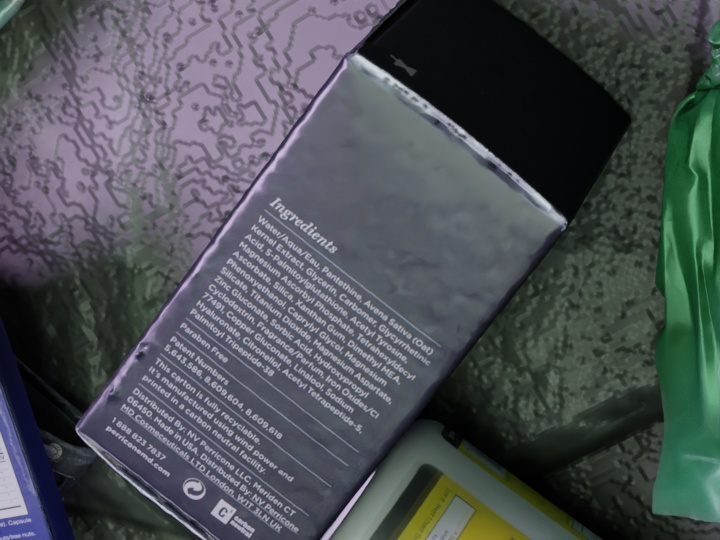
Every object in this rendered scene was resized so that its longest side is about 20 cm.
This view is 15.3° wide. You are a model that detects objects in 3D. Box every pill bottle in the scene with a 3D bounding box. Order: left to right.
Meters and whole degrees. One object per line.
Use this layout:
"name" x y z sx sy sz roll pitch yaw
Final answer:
"pill bottle" 0.073 0.160 1.108 0.200 0.112 0.112 36 114 2

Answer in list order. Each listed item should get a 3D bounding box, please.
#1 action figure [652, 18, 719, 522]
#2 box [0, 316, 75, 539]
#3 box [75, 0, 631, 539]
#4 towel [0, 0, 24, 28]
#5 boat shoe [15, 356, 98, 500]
"action figure" 0.158 -0.001 1.051 0.118 0.055 0.201 -1 98 42
"box" -0.200 0.061 1.123 0.121 0.032 0.201 -9 119 10
"box" 0.000 0.000 1.054 0.104 0.148 0.200 38 115 1
"towel" -0.255 -0.120 1.111 0.200 0.048 0.171 -42 84 8
"boat shoe" -0.198 0.029 1.164 0.200 0.072 0.068 43 116 -4
